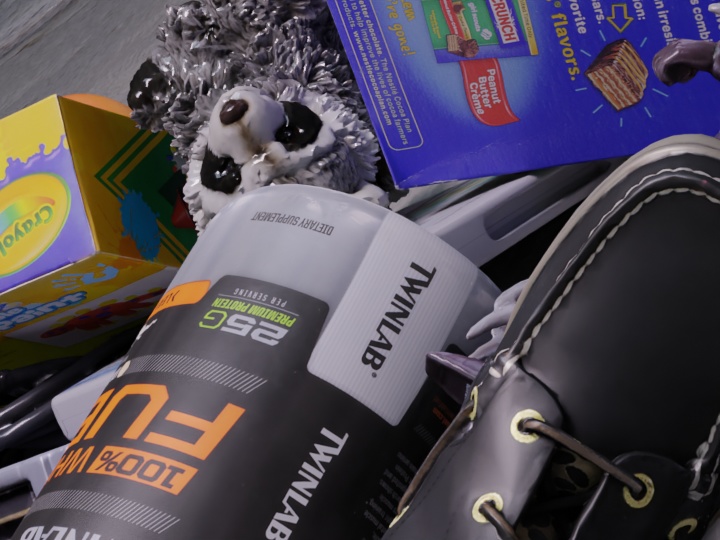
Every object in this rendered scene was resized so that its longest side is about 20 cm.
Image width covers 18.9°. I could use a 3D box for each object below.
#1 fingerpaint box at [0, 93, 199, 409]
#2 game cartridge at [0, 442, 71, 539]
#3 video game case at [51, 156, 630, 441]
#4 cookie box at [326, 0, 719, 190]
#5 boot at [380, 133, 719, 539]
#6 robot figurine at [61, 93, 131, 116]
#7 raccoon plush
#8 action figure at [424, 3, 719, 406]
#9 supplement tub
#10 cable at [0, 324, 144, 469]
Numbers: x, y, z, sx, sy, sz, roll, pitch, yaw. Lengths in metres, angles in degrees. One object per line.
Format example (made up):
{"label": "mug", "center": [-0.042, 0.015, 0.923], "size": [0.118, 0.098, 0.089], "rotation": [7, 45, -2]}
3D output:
{"label": "fingerpaint box", "center": [-0.159, 0.002, 0.950], "size": [0.199, 0.074, 0.167], "rotation": [-22, -15, 23]}
{"label": "game cartridge", "center": [-0.123, 0.091, 0.862], "size": [0.199, 0.041, 0.133], "rotation": [-22, 0, 38]}
{"label": "video game case", "center": [0.000, 0.000, 0.845], "size": [0.199, 0.022, 0.182], "rotation": [-23, 5, 41]}
{"label": "cookie box", "center": [0.086, -0.126, 0.742], "size": [0.198, 0.172, 0.075], "rotation": [-6, 33, 24]}
{"label": "boot", "center": [0.036, 0.076, 0.501], "size": [0.205, 0.073, 0.154], "rotation": [-63, -7, 24]}
{"label": "robot figurine", "center": [-0.168, -0.012, 1.138], "size": [0.200, 0.144, 0.116], "rotation": [-43, 48, -8]}
{"label": "raccoon plush", "center": [-0.004, -0.037, 0.865], "size": [0.097, 0.199, 0.135], "rotation": [-40, 56, 24]}
{"label": "action figure", "center": [0.105, -0.017, 0.649], "size": [0.069, 0.131, 0.200], "rotation": [26, 64, 27]}
{"label": "supplement tub", "center": [-0.037, 0.084, 0.654], "size": [0.122, 0.122, 0.201], "rotation": [-15, 38, 51]}
{"label": "cable", "center": [-0.158, 0.072, 0.961], "size": [0.198, 0.051, 0.163], "rotation": [-16, -13, -2]}
